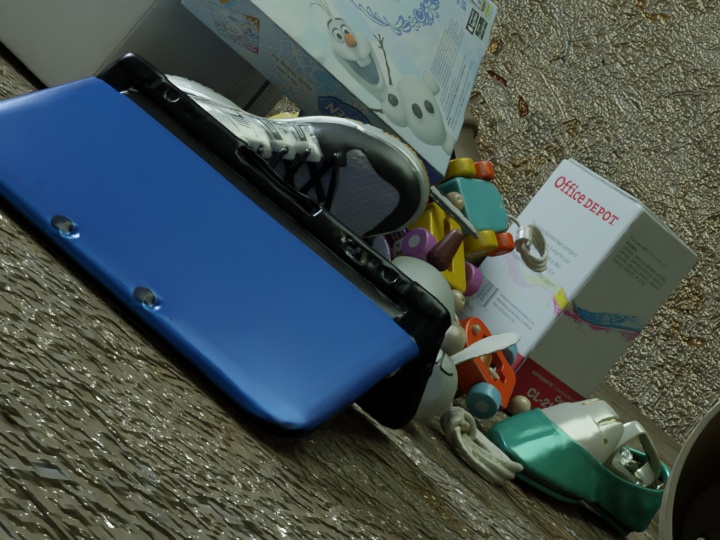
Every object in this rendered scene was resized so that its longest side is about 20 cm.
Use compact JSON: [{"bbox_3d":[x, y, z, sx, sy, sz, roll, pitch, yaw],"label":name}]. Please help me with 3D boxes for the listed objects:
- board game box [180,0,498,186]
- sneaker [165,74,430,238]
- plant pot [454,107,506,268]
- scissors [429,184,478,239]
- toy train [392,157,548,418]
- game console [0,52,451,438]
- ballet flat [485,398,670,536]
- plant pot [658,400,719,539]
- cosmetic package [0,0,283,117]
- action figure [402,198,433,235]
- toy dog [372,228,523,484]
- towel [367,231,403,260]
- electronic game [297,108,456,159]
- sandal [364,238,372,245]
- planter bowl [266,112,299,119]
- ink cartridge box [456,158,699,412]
[{"bbox_3d":[-0.005,-0.179,0.973,0.199,0.043,0.200,41,42,-20],"label":"board game box"},{"bbox_3d":[-0.062,-0.056,0.833,0.200,0.076,0.088,14,18,10],"label":"sneaker"},{"bbox_3d":[0.068,-0.065,1.552,0.175,0.200,0.200,59,10,13],"label":"plant pot"},{"bbox_3d":[0.008,-0.093,0.991,0.073,0.014,0.200,1,47,-43],"label":"scissors"},{"bbox_3d":[0.073,0.011,1.021,0.150,0.056,0.200,54,33,-23],"label":"toy train"},{"bbox_3d":[-0.073,0.008,0.643,0.200,0.118,0.171,40,-26,14],"label":"game console"},{"bbox_3d":[0.151,0.120,0.949,0.067,0.070,0.200,43,7,39],"label":"ballet flat"},{"bbox_3d":[0.259,0.163,0.870,0.187,0.187,0.200,39,-9,9],"label":"plant pot"},{"bbox_3d":[-0.177,-0.187,1.023,0.199,0.123,0.200,43,5,24],"label":"cosmetic package"},{"bbox_3d":[0.038,-0.069,1.173,0.052,0.065,0.200,3,-61,46],"label":"action figure"},{"bbox_3d":[0.042,0.026,0.858,0.132,0.096,0.200,35,6,-32],"label":"toy dog"},{"bbox_3d":[0.028,-0.009,1.103,0.200,0.023,0.144,61,-2,-15],"label":"towel"},{"bbox_3d":[0.016,-0.080,1.217,0.042,0.200,0.200,-6,-30,43],"label":"electronic game"},{"bbox_3d":[0.000,0.000,1.085,0.200,0.045,0.075,42,6,34],"label":"sandal"},{"bbox_3d":[-0.046,-0.081,1.276,0.200,0.084,0.200,38,4,-3],"label":"planter bowl"},{"bbox_3d":[0.171,0.022,1.234,0.083,0.200,0.146,36,6,-27],"label":"ink cartridge box"}]
